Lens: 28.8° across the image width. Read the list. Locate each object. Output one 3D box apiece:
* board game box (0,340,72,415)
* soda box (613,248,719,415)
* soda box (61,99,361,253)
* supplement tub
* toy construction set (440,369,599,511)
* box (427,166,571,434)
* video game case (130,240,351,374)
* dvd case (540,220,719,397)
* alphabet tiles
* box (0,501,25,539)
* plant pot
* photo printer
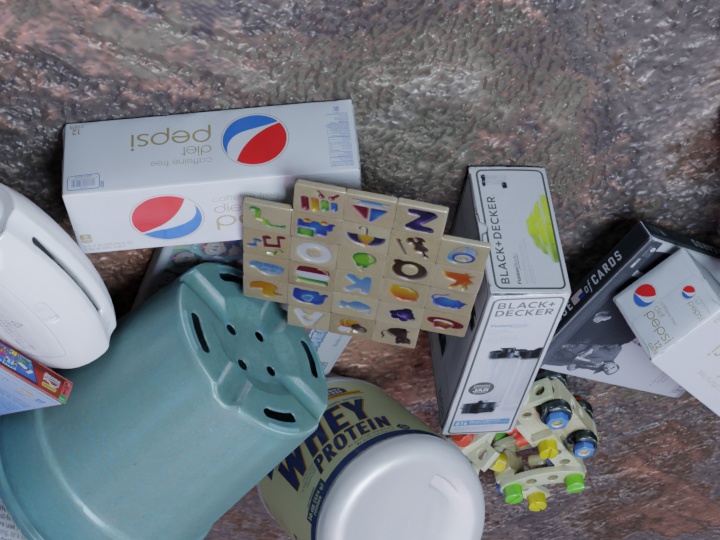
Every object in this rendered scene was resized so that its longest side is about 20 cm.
[{"bbox_3d":[-0.304,0.044,0.958,0.102,0.020,0.200,-13,140,42],"label":"board game box"},{"bbox_3d":[0.278,0.060,1.097,0.068,0.064,0.200,-38,142,16],"label":"soda box"},{"bbox_3d":[-0.099,-0.063,0.954,0.198,0.064,0.068,-5,145,-2],"label":"soda box"},{"bbox_3d":[-0.003,0.173,1.158,0.144,0.200,0.147,-8,109,-24],"label":"supplement tub"},{"bbox_3d":[0.146,0.155,1.287,0.130,0.093,0.200,-22,153,21],"label":"toy construction set"},{"bbox_3d":[0.100,0.028,1.068,0.059,0.117,0.201,0,144,-8],"label":"box"},{"bbox_3d":[-0.078,0.014,1.100,0.180,0.024,0.200,8,143,-20],"label":"video game case"},{"bbox_3d":[0.242,0.037,1.134,0.199,0.025,0.151,14,128,-41],"label":"dvd case"},{"bbox_3d":[0.000,0.000,0.967,0.165,0.006,0.201,10,151,1],"label":"alphabet tiles"},{"bbox_3d":[-0.274,0.222,1.207,0.183,0.202,0.105,25,136,-37],"label":"box"},{"bbox_3d":[-0.141,0.108,1.054,0.196,0.201,0.199,-38,135,26],"label":"plant pot"},{"bbox_3d":[-0.273,0.001,0.961,0.198,0.070,0.167,4,150,23],"label":"photo printer"}]
